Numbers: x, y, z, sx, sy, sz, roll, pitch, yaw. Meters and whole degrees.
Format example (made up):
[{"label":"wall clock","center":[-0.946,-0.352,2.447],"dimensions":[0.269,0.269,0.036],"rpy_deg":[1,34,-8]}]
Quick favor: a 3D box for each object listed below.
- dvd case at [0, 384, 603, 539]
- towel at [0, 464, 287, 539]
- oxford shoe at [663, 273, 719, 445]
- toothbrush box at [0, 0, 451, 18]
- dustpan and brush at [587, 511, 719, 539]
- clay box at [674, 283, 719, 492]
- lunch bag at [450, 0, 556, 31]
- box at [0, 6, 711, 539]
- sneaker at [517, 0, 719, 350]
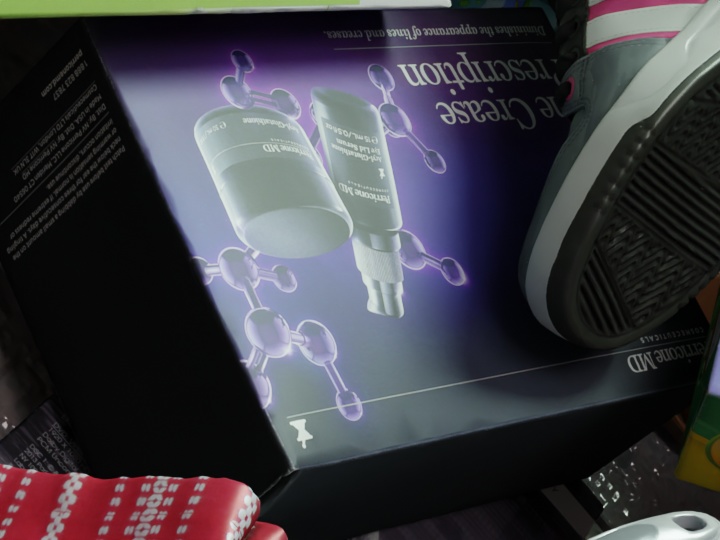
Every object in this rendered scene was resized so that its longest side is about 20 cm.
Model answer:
[{"label":"dvd case","center":[-0.017,0.069,0.717],"dimensions":[0.149,0.016,0.200],"rpy_deg":[48,40,-2]},{"label":"towel","center":[-0.132,0.075,0.492],"dimensions":[0.145,0.199,0.023],"rpy_deg":[-49,138,-50]},{"label":"oxford shoe","center":[0.138,0.024,0.859],"dimensions":[0.200,0.071,0.072],"rpy_deg":[35,40,-22]},{"label":"toothbrush box","center":[-0.088,-0.119,0.680],"dimensions":[0.199,0.145,0.087],"rpy_deg":[-10,107,-47]},{"label":"dustpan and brush","center":[0.010,0.104,0.602],"dimensions":[0.199,0.058,0.139],"rpy_deg":[-11,32,-32]},{"label":"clay box","center":[0.202,0.037,0.717],"dimensions":[0.199,0.048,0.115],"rpy_deg":[16,49,5]},{"label":"lunch bag","center":[0.047,-0.171,0.890],"dimensions":[0.200,0.127,0.171],"rpy_deg":[32,37,-45]},{"label":"box","center":[0.000,0.000,0.716],"dimensions":[0.199,0.079,0.142],"rpy_deg":[-8,68,-47]},{"label":"sneaker","center":[0.074,-0.077,0.727],"dimensions":[0.201,0.120,0.084],"rpy_deg":[-57,139,-17]}]
